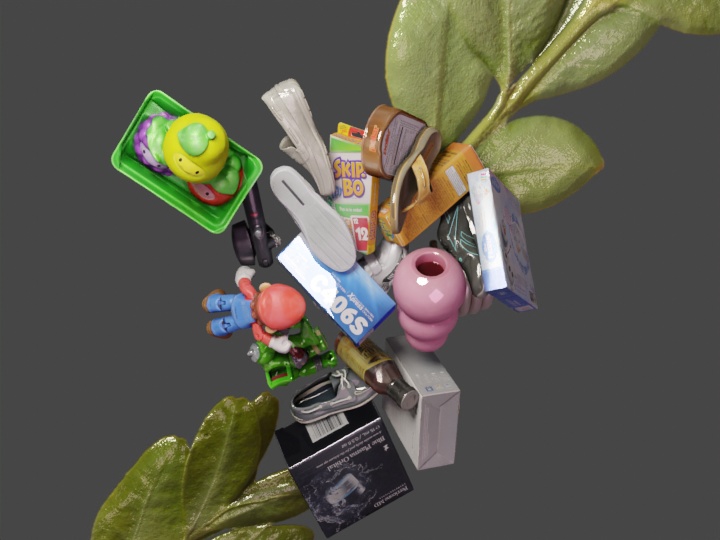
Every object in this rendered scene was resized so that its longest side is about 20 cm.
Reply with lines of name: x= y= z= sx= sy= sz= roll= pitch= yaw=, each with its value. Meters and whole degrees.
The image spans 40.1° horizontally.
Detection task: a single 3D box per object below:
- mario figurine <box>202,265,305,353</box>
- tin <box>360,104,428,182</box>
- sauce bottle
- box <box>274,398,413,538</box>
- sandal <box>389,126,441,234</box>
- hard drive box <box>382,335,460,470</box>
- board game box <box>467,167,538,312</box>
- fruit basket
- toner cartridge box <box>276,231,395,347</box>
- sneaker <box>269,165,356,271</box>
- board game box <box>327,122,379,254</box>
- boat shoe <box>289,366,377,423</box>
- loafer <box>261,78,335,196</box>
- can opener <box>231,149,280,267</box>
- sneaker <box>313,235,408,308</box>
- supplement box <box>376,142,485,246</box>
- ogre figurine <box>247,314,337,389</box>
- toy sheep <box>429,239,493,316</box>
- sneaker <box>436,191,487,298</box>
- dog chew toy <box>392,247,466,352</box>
mario figurine: x=-0.162 y=0.066 z=1.627 sx=0.124 sy=0.197 sz=0.107 roll=56 pitch=46 yaw=-31
tin: x=0.060 y=-0.200 z=1.584 sx=0.199 sy=0.041 sz=0.115 roll=2 pitch=99 yaw=-65
sauce bottle: x=0.030 y=0.173 z=1.732 sx=0.065 sy=0.199 sz=0.067 roll=-22 pitch=130 yaw=-29
box: x=-0.029 y=0.359 z=1.858 sx=0.194 sy=0.118 sz=0.202 roll=-28 pitch=123 yaw=-5
sandal: x=0.096 y=-0.147 z=1.585 sx=0.202 sy=0.053 sz=0.081 roll=-62 pitch=154 yaw=-27
hard drive box: x=0.106 y=0.234 z=1.794 sx=0.075 sy=0.201 sz=0.159 roll=-6 pitch=119 yaw=-17
board game box: x=0.241 y=-0.046 z=1.667 sx=0.043 sy=0.204 sz=0.199 roll=-12 pitch=163 yaw=21
fruit basket: x=-0.249 y=-0.163 z=1.445 sx=0.213 sy=0.216 sz=0.157 roll=29 pitch=104 yaw=-29
toner cartridge box: x=-0.041 y=0.021 z=1.646 sx=0.095 sy=0.043 sz=0.200 roll=-43 pitch=81 yaw=-9
sneaker: x=-0.073 y=-0.090 z=1.613 sx=0.072 sy=0.071 sz=0.202 roll=-33 pitch=101 yaw=8
board game box: x=-0.012 y=-0.135 z=1.629 sx=0.030 sy=0.094 sz=0.204 roll=-23 pitch=126 yaw=-47
boat shoe: x=-0.039 y=0.216 z=1.799 sx=0.197 sy=0.074 sz=0.062 roll=-25 pitch=151 yaw=-1
loafer: x=-0.096 y=-0.206 z=1.581 sx=0.069 sy=0.070 sz=0.203 roll=-23 pitch=115 yaw=0
can opener: x=-0.176 y=-0.096 z=1.605 sx=0.077 sy=0.064 sz=0.204 roll=-13 pitch=119 yaw=-13
sneaker: x=0.000 y=0.000 z=1.710 sx=0.113 sy=0.075 sz=0.202 roll=19 pitch=111 yaw=-29
supplement box: x=0.116 y=-0.130 z=1.664 sx=0.200 sy=0.066 sz=0.069 roll=-43 pitch=115 yaw=-13
ogre figurine: x=-0.122 y=0.141 z=1.719 sx=0.119 sy=0.099 sz=0.200 roll=-31 pitch=165 yaw=3
toy sheep: x=0.170 y=0.016 z=1.754 sx=0.195 sy=0.139 sz=0.141 roll=-2 pitch=117 yaw=-3
sneaker: x=0.175 y=-0.043 z=1.681 sx=0.078 sy=0.204 sz=0.076 roll=-13 pitch=154 yaw=10
dog chew toy: x=0.113 y=0.059 z=1.656 sx=0.122 sy=0.126 sz=0.202 roll=-14 pitch=139 yaw=-13
